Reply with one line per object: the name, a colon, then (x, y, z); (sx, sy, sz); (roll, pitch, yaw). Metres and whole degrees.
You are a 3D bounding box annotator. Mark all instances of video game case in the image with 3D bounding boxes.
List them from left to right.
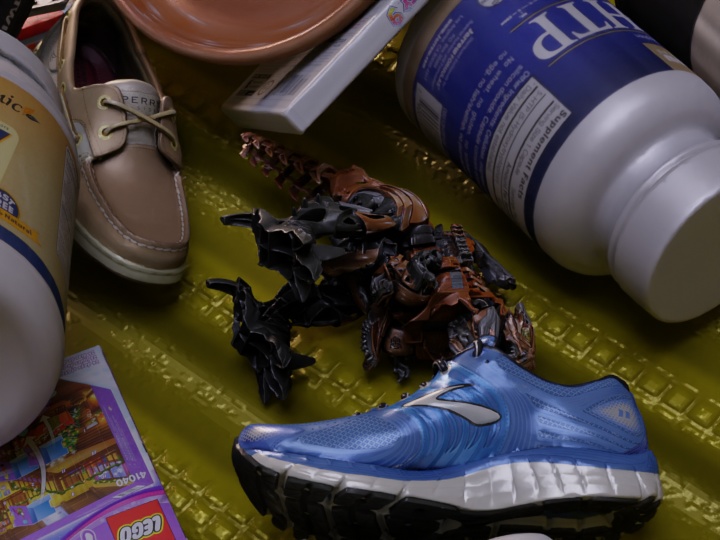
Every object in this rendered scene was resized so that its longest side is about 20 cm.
video game case: (0.013, -0.152, 1.163); (0.200, 0.018, 0.143); (-47, 16, -8)

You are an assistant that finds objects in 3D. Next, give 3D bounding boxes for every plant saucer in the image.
plant saucer: (-0.053, -0.205, 1.151); (0.199, 0.037, 0.202); (-4, 79, 22)

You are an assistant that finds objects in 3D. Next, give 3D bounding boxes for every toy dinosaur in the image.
toy dinosaur: (0.000, 0.000, 1.098); (0.135, 0.103, 0.199); (-21, 30, -34)

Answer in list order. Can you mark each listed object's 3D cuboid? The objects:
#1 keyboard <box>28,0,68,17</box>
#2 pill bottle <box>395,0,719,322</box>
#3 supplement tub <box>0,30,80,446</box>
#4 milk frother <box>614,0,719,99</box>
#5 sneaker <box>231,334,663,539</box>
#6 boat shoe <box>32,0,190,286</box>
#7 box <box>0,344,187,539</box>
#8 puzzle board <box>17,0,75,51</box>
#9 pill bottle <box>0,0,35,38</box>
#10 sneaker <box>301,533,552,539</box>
keyboard: (-0.249, -0.158, 1.252); (0.199, 0.011, 0.057); (-8, 54, 23)
pill bottle: (0.119, -0.069, 1.109); (0.119, 0.120, 0.200); (-29, 53, -20)
supplement tub: (-0.210, -0.020, 1.040); (0.143, 0.145, 0.201); (-5, 39, 0)
milk frother: (0.203, -0.153, 1.095); (0.199, 0.181, 0.188); (8, 28, -32)
sneaker: (0.038, 0.081, 1.008); (0.198, 0.079, 0.090); (0, 60, -5)
boat shoe: (-0.134, -0.076, 1.160); (0.074, 0.067, 0.201); (6, 40, -35)
box: (-0.192, 0.127, 1.019); (0.199, 0.039, 0.137); (-20, 49, -12)
puzzle board: (-0.214, -0.183, 1.310); (0.199, 0.017, 0.151); (-21, 50, -14)
pill bottle: (-0.239, -0.140, 1.169); (0.106, 0.106, 0.201); (30, 96, 28)
sneaker: (-0.001, 0.153, 0.955); (0.199, 0.077, 0.081); (-18, 47, -13)
